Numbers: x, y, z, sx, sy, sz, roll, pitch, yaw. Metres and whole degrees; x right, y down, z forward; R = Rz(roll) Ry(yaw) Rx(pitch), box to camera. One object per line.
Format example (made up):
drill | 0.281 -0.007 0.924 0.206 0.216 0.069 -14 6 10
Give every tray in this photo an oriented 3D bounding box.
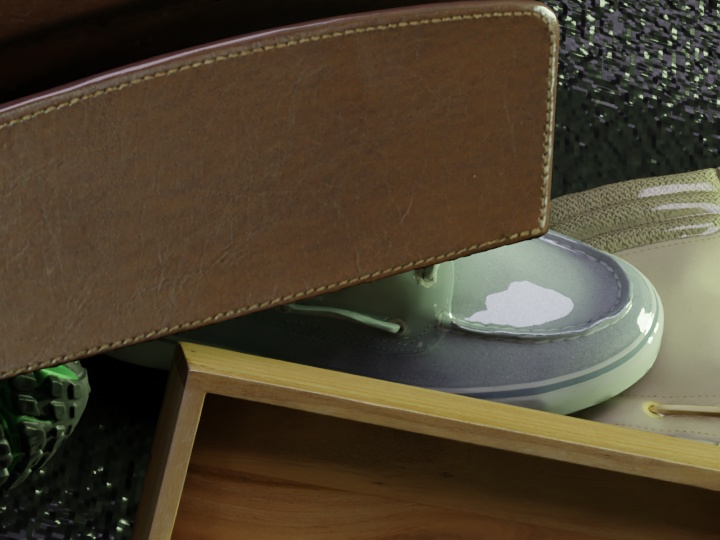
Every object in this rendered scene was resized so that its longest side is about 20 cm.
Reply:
tray | 0.032 0.090 0.778 0.199 0.099 0.037 12 11 -12

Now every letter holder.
letter holder | -0.051 -0.070 0.736 0.199 0.143 0.101 -15 36 -24

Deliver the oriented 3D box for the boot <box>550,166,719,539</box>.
boot | 0.159 0.041 0.888 0.199 0.073 0.156 2 50 -8

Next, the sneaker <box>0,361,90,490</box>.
sneaker | -0.177 0.017 0.768 0.199 0.078 0.086 10 45 -15

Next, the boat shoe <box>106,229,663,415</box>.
boat shoe | 0.000 -0.001 0.832 0.199 0.072 0.070 6 51 3
